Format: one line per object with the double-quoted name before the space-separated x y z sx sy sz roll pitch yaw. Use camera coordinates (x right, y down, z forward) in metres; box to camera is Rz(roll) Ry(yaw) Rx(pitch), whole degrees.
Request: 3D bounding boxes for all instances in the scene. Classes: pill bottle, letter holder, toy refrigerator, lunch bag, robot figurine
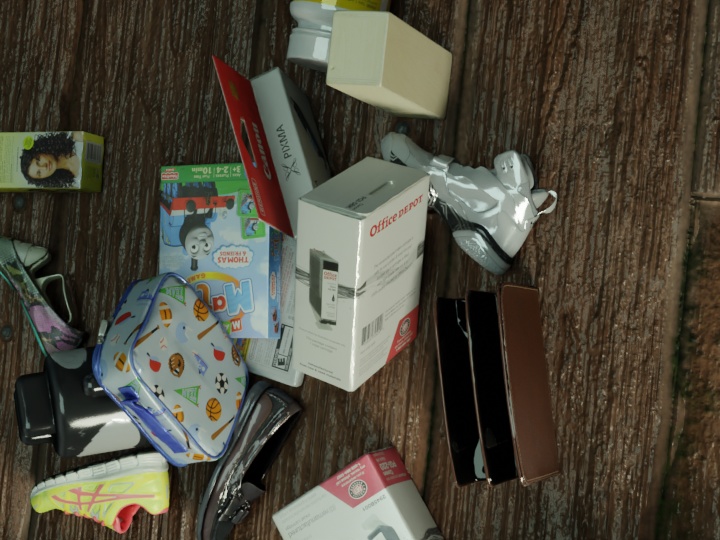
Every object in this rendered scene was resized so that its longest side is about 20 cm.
"pill bottle" -0.017 -0.326 1.430 0.113 0.114 0.203 13 91 23
"letter holder" 0.132 0.121 1.325 0.099 0.142 0.204 -9 84 22
"toy refrigerator" 0.031 -0.215 1.356 0.069 0.199 0.077 6 90 23
"lunch bag" -0.209 0.111 1.402 0.075 0.201 0.162 -11 41 31
"robot figurine" -0.299 0.151 1.486 0.150 0.197 0.127 -140 47 -61

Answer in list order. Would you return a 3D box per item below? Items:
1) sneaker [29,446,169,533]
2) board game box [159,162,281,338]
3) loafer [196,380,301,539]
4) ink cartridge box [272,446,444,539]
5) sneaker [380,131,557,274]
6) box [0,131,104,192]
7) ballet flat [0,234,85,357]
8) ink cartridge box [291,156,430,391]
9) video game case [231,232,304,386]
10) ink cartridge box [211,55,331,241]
"sneaker" -0.315 0.277 1.544 0.197 0.078 0.092 -16 88 23
"board game box" -0.165 -0.022 1.493 0.149 0.036 0.204 -1 88 23
"loafer" -0.129 0.231 1.472 0.062 0.072 0.203 22 93 18
"ink cartridge box" 0.015 0.318 1.396 0.145 0.085 0.202 -34 76 18
"sneaker" 0.119 -0.102 1.383 0.115 0.075 0.200 -46 76 13
"box" -0.423 -0.138 1.628 0.197 0.050 0.077 1 87 24
"ballet flat" -0.409 0.018 1.610 0.071 0.069 0.201 -34 78 -1
"ink cartridge box" 0.000 0.000 1.347 0.082 0.146 0.203 18 120 26
"video game case" -0.126 0.015 1.507 0.180 0.023 0.203 15 94 23
"ink cartridge box" -0.082 -0.128 1.398 0.044 0.176 0.203 -22 71 14
